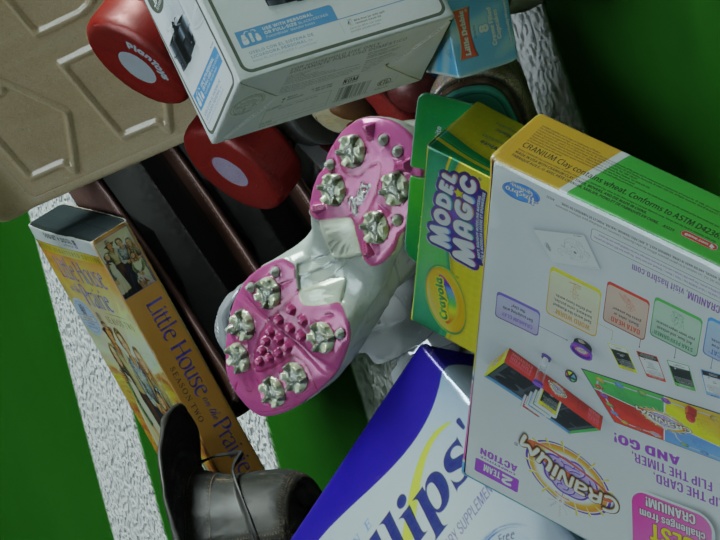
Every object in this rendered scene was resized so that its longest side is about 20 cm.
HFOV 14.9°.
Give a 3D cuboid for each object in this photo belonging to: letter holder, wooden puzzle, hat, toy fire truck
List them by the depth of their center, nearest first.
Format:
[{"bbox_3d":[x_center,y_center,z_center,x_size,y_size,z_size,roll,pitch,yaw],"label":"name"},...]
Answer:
[{"bbox_3d":[-0.036,-0.122,1.464,0.200,0.112,0.168,47,156,-25],"label":"toy fire truck"},{"bbox_3d":[-0.055,0.159,1.562,0.201,0.081,0.201,-14,-90,-86],"label":"hat"},{"bbox_3d":[-0.182,-0.134,1.581,0.185,0.199,0.046,51,-151,-29],"label":"wooden puzzle"},{"bbox_3d":[-0.091,-0.029,1.656,0.200,0.100,0.142,55,165,9],"label":"letter holder"}]

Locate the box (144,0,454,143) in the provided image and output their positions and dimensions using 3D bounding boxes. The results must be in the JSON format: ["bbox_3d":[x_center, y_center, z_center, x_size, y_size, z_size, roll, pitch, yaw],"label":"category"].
[{"bbox_3d":[-0.054,-0.170,1.275,0.201,0.116,0.060,65,157,19],"label":"box"}]

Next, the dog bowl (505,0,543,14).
[{"bbox_3d":[0.052,-0.214,1.323,0.200,0.058,0.201,48,147,46],"label":"dog bowl"}]

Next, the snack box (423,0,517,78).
[{"bbox_3d":[0.015,-0.196,1.297,0.116,0.037,0.201,19,124,63],"label":"snack box"}]

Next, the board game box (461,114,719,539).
[{"bbox_3d":[0.124,0.045,1.235,0.153,0.040,0.201,28,137,24],"label":"board game box"}]

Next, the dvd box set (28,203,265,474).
[{"bbox_3d":[-0.128,0.055,1.690,0.200,0.029,0.146,62,163,-16],"label":"dvd box set"}]

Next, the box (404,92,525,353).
[{"bbox_3d":[0.098,0.003,1.293,0.200,0.048,0.118,29,138,26],"label":"box"}]

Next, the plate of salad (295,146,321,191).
[{"bbox_3d":[-0.068,-0.138,1.671,0.200,0.048,0.200,54,162,26],"label":"plate of salad"}]

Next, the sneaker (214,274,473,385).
[{"bbox_3d":[0.005,0.035,1.530,0.200,0.075,0.115,-31,80,38],"label":"sneaker"}]

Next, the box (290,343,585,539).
[{"bbox_3d":[0.066,0.173,1.421,0.184,0.105,0.200,-57,46,21],"label":"box"}]

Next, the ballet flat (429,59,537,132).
[{"bbox_3d":[0.081,-0.029,1.386,0.067,0.068,0.201,-87,-15,-57],"label":"ballet flat"}]

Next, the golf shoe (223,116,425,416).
[{"bbox_3d":[0.000,0.000,1.439,0.075,0.091,0.200,50,127,20],"label":"golf shoe"}]
